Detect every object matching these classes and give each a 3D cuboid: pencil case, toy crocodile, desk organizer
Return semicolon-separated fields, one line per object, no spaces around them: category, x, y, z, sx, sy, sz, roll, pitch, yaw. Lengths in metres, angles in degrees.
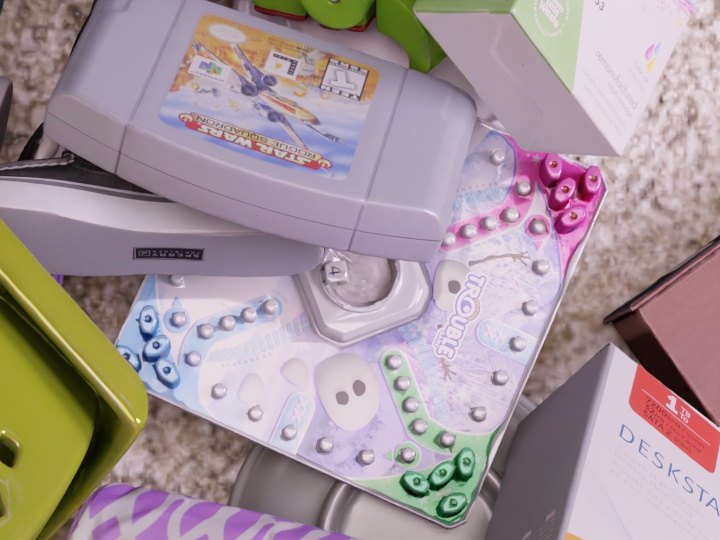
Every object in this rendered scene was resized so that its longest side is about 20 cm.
pencil case;-0.053;0.163;1.379;0.199;0.086;0.084;11;124;24
toy crocodile;-0.041;-0.156;1.436;0.199;0.062;0.068;18;42;13
desk organizer;0.233;-0.003;1.470;0.199;0.072;0.077;-35;88;-9

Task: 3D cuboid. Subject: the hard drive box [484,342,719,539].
hard drive box;0.139;0.155;1.362;0.156;0.200;0.077;38;122;-11

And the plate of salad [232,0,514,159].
plate of salad;0.032;-0.134;1.485;0.198;0.048;0.202;0;88;2

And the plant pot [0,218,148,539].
plant pot;-0.225;0.077;1.300;0.200;0.199;0.181;47;53;4

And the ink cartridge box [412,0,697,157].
ink cartridge box;0.119;-0.171;1.411;0.117;0.067;0.201;48;59;-38

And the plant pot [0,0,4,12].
plant pot;-0.238;-0.209;1.395;0.140;0.200;0.142;15;79;-3

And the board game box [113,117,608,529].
board game box;0.000;0.000;1.426;0.199;0.026;0.201;24;78;3

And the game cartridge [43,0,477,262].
game cartridge;-0.046;-0.072;1.367;0.199;0.133;0.042;18;122;-1

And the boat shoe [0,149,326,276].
boat shoe;-0.114;-0.035;1.382;0.198;0.069;0.057;4;64;-12

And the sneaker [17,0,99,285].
sneaker;-0.127;-0.059;1.446;0.083;0.081;0.201;27;81;-10

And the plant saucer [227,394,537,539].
plant saucer;0.029;0.142;1.440;0.198;0.050;0.202;1;82;-5

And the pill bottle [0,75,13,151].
pill bottle;-0.280;-0.084;1.417;0.199;0.112;0.113;15;80;-3
